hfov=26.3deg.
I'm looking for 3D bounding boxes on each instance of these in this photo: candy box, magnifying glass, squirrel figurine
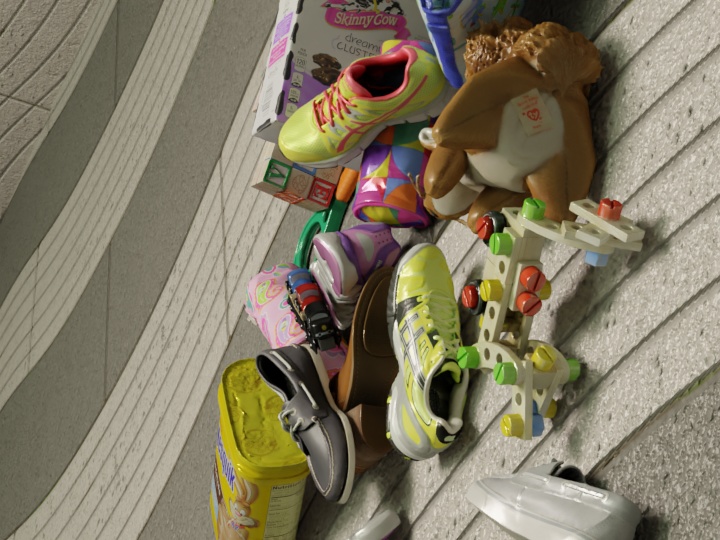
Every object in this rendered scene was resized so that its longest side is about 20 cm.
[{"bbox_3d":[-0.013,-0.221,1.667,0.071,0.167,0.201,-22,54,63],"label":"candy box"},{"bbox_3d":[-0.031,-0.070,1.806,0.080,0.022,0.201,-105,36,-53],"label":"magnifying glass"},{"bbox_3d":[0.127,-0.125,1.358,0.201,0.141,0.187,-65,9,-16],"label":"squirrel figurine"}]

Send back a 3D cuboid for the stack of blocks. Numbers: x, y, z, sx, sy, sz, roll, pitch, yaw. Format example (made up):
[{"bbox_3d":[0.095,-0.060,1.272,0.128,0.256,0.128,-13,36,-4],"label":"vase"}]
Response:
[{"bbox_3d":[-0.065,-0.183,1.806,0.201,0.115,0.059,-71,16,-9],"label":"stack of blocks"}]

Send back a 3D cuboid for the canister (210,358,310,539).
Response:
[{"bbox_3d":[-0.107,0.214,1.617,0.149,0.086,0.201,-109,22,-44],"label":"canister"}]

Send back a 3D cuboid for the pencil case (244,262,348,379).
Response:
[{"bbox_3d":[-0.072,0.065,1.713,0.088,0.087,0.200,-66,26,16],"label":"pencil case"}]

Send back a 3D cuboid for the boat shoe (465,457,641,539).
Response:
[{"bbox_3d":[0.144,0.176,1.153,0.069,0.072,0.200,-54,13,-10],"label":"boat shoe"}]

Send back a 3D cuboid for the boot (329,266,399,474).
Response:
[{"bbox_3d":[-0.001,0.108,1.552,0.155,0.076,0.201,143,131,-62],"label":"boot"}]

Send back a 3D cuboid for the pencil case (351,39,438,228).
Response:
[{"bbox_3d":[0.047,-0.141,1.589,0.088,0.088,0.201,-22,52,63],"label":"pencil case"}]

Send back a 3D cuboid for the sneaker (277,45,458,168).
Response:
[{"bbox_3d":[-0.005,-0.171,1.525,0.199,0.090,0.079,-26,62,21],"label":"sneaker"}]

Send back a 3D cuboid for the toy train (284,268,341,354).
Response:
[{"bbox_3d":[-0.053,0.036,1.586,0.200,0.034,0.046,-126,22,-72],"label":"toy train"}]

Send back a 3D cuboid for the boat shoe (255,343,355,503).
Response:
[{"bbox_3d":[-0.056,0.147,1.491,0.200,0.062,0.073,-112,36,-47],"label":"boat shoe"}]

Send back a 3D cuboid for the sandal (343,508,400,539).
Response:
[{"bbox_3d":[-0.023,0.297,1.474,0.050,0.082,0.203,52,135,10],"label":"sandal"}]

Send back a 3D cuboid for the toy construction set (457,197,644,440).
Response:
[{"bbox_3d":[0.140,0.022,1.220,0.201,0.092,0.131,-66,30,18],"label":"toy construction set"}]

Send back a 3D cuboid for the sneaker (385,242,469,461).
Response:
[{"bbox_3d":[0.071,0.071,1.404,0.076,0.075,0.201,-23,64,53],"label":"sneaker"}]

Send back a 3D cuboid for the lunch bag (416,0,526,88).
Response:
[{"bbox_3d":[0.099,-0.291,1.427,0.170,0.127,0.201,55,-135,-70],"label":"lunch bag"}]

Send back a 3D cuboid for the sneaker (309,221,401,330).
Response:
[{"bbox_3d":[0.000,0.000,1.607,0.081,0.088,0.200,61,168,11],"label":"sneaker"}]
